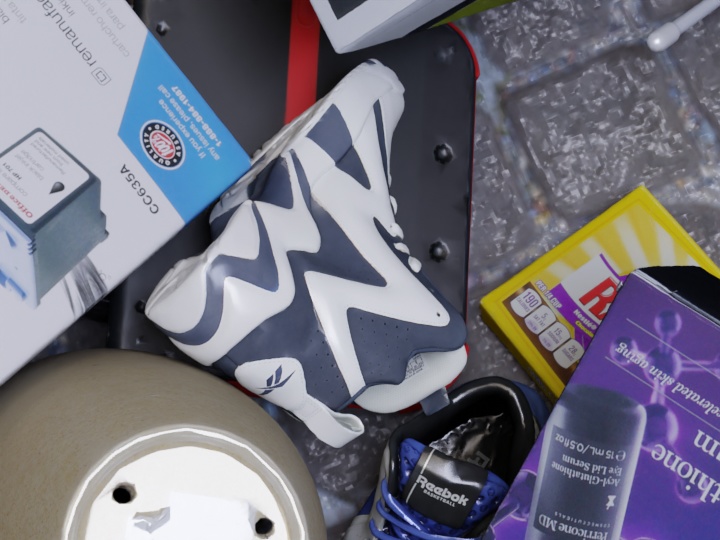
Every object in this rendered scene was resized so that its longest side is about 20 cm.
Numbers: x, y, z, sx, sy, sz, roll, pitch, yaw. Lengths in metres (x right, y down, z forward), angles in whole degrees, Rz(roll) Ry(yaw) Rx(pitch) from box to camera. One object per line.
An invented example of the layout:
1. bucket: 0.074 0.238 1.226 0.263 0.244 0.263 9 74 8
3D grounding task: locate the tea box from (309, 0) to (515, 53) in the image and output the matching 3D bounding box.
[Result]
1. tea box: 0.042 -0.224 0.957 0.133 0.197 0.200 -28 89 36

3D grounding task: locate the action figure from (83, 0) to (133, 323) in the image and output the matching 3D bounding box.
1. action figure: -0.121 -0.076 1.084 0.130 0.069 0.201 9 73 12

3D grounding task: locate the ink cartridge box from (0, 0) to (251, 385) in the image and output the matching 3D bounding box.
1. ink cartridge box: -0.169 -0.033 0.928 0.147 0.086 0.200 51 59 -8

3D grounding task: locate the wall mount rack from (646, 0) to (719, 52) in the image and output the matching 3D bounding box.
1. wall mount rack: 0.237 -0.127 1.066 0.200 0.075 0.174 38 81 13

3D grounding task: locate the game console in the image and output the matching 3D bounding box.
1. game console: -0.029 -0.037 1.053 0.176 0.031 0.201 6 76 -15

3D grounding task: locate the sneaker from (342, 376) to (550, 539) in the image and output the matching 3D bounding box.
1. sneaker: 0.022 0.124 0.994 0.080 0.115 0.200 27 78 12

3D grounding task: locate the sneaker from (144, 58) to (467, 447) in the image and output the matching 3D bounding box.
1. sneaker: 0.000 0.000 0.977 0.130 0.199 0.079 46 124 -11

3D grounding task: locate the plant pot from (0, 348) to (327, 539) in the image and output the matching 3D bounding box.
1. plant pot: -0.086 0.115 0.889 0.187 0.200 0.188 2 82 -15

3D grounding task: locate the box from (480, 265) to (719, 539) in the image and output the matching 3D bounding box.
1. box: 0.140 0.118 0.920 0.148 0.104 0.200 31 103 21

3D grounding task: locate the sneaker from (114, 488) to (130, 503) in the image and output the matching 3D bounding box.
1. sneaker: -0.087 0.168 1.014 0.099 0.070 0.201 6 77 0

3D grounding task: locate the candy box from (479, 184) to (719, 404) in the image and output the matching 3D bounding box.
1. candy box: 0.153 0.059 1.026 0.102 0.026 0.200 -34 62 -9
